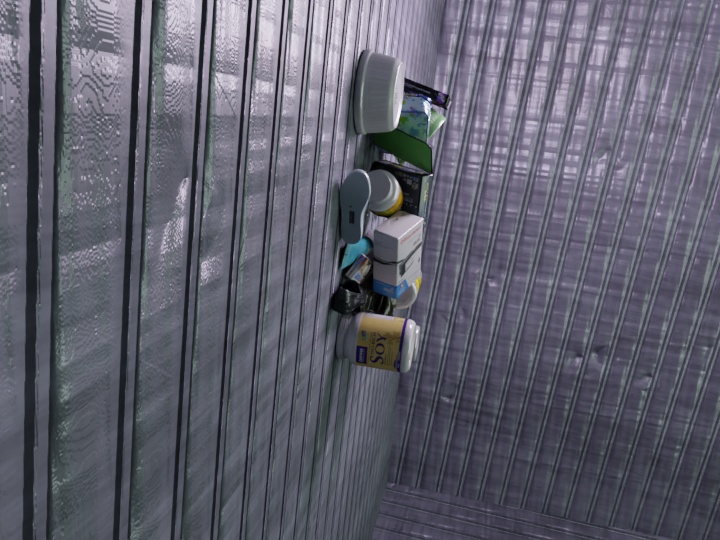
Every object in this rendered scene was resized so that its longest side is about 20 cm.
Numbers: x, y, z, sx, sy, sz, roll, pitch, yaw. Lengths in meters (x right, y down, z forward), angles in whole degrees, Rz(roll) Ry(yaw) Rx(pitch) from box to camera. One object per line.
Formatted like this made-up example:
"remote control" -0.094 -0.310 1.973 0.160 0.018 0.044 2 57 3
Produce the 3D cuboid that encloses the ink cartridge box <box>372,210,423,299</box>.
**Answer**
"ink cartridge box" 0.105 -0.045 1.798 0.145 0.084 0.201 -40 140 -44

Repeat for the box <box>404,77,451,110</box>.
"box" 0.177 -0.543 1.933 0.036 0.199 0.143 -66 173 12

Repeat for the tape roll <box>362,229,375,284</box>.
"tape roll" 0.050 -0.027 2.000 0.200 0.066 0.202 7 90 -80

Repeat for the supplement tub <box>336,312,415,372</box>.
"supplement tub" 0.044 0.192 1.734 0.145 0.198 0.147 8 90 -81

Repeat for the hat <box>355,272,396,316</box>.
"hat" 0.028 0.095 1.889 0.200 0.080 0.202 -6 98 -56

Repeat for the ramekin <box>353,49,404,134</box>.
"ramekin" 0.049 -0.434 1.567 0.202 0.093 0.204 8 90 -81

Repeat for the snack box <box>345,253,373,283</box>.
"snack box" 0.000 0.000 1.736 0.072 0.024 0.200 -51 171 -1

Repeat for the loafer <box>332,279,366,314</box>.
"loafer" -0.020 0.058 1.635 0.201 0.068 0.071 -35 143 -73

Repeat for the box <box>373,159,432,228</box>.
"box" 0.116 -0.224 1.863 0.051 0.199 0.159 -16 121 -39

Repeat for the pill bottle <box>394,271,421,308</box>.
"pill bottle" 0.137 0.034 2.039 0.200 0.111 0.113 -61 157 -65

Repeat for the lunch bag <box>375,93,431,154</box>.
"lunch bag" 0.114 -0.411 1.792 0.200 0.159 0.083 84 12 -63

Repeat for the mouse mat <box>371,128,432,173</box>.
"mouse mat" 0.111 -0.342 1.736 0.008 0.199 0.161 -57 165 -12

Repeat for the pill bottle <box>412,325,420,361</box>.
"pill bottle" 0.079 0.211 1.963 0.111 0.198 0.112 9 90 -80

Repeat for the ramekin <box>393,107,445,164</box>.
"ramekin" 0.160 -0.432 1.977 0.200 0.098 0.200 -46 -173 7

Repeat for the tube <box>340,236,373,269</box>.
"tube" -0.012 -0.053 1.672 0.200 0.050 0.078 -33 135 -73

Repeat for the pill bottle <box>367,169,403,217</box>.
"pill bottle" 0.054 -0.211 1.730 0.200 0.110 0.112 14 85 -80

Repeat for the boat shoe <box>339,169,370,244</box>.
"boat shoe" -0.011 -0.168 1.527 0.091 0.070 0.201 -72 173 -51
